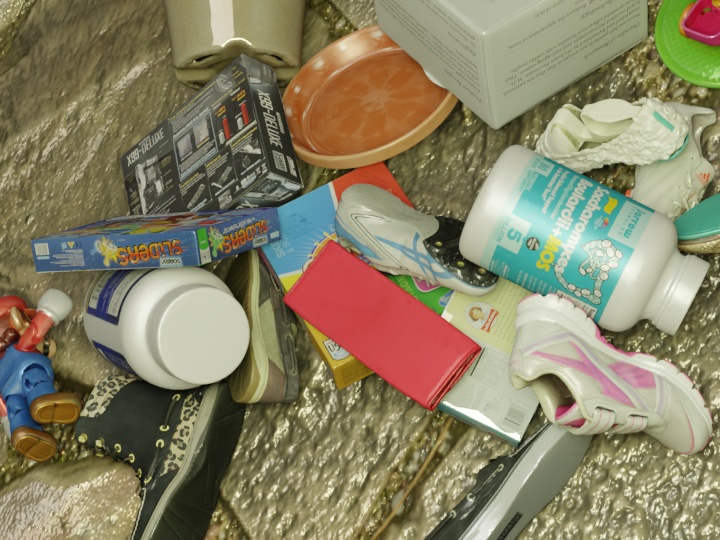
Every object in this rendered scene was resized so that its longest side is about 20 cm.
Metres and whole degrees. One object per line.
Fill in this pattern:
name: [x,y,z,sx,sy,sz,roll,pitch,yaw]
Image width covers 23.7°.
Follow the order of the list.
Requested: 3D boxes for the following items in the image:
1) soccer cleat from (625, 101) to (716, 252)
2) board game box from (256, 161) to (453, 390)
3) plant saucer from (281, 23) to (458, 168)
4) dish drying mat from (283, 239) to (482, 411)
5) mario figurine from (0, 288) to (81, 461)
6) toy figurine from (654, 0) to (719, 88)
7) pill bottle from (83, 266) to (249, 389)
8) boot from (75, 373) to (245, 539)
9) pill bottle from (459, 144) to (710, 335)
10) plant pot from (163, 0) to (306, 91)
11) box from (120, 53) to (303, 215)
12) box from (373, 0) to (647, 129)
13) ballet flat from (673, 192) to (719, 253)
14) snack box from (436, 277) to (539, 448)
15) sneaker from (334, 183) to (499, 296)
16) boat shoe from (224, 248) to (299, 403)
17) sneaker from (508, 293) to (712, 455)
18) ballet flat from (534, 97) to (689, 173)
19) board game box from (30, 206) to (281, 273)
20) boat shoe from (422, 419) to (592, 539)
soccer cleat: [0.284,-0.069,1.562,0.078,0.069,0.200,-2,61,21]
board game box: [0.000,0.000,1.651,0.153,0.040,0.200,-27,55,-9]
plant saucer: [0.013,-0.176,1.743,0.200,0.032,0.200,-15,44,15]
dish drying mat: [0.017,0.048,1.559,0.200,0.018,0.077,35,86,36]
mario figurine: [-0.329,0.101,1.754,0.123,0.106,0.200,-28,46,-3]
toy figurine: [0.338,-0.299,1.584,0.150,0.184,0.200,28,78,34]
pill bottle: [-0.182,0.050,1.636,0.120,0.120,0.200,-56,24,-10]
boot: [-0.212,0.192,1.655,0.154,0.073,0.204,7,62,31]
pill bottle: [0.194,-0.019,1.469,0.200,0.111,0.111,26,76,9]
plant pot: [-0.133,-0.291,1.817,0.200,0.200,0.184,-9,73,21]
box: [-0.157,-0.101,1.757,0.200,0.050,0.158,-37,51,29]
box: [0.143,-0.276,1.667,0.200,0.131,0.199,-32,53,-16]
ballet flat: [0.369,-0.054,1.510,0.200,0.065,0.071,-28,32,6]
snack box: [0.136,0.047,1.563,0.116,0.037,0.200,26,76,8]
sneaker: [0.053,-0.017,1.572,0.072,0.073,0.200,-18,34,-37]
boat shoe: [-0.095,0.058,1.676,0.072,0.066,0.201,-55,27,32]
sneaker: [0.204,0.108,1.454,0.200,0.081,0.088,31,63,-3]
ballet flat: [0.217,-0.131,1.577,0.200,0.072,0.072,-5,58,55]
board game box: [-0.196,-0.030,1.645,0.200,0.135,0.034,-2,100,33]
boat shoe: [0.123,0.194,1.498,0.057,0.069,0.200,38,86,35]
